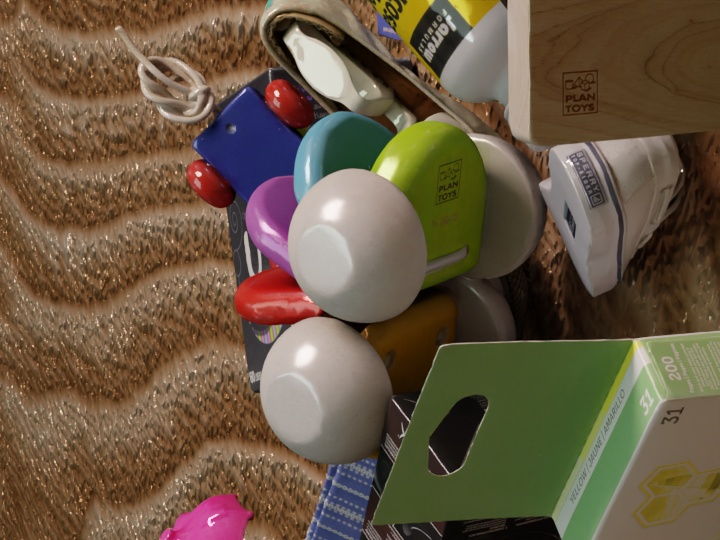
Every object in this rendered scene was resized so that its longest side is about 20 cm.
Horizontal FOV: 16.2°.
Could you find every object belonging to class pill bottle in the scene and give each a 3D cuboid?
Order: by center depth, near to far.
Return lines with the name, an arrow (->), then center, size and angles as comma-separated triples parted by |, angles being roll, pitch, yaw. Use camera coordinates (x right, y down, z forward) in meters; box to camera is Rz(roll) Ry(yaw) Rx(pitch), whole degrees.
pill bottle -> 0.061, -0.165, 1.369 | 0.200, 0.112, 0.112 | 50, 147, 12

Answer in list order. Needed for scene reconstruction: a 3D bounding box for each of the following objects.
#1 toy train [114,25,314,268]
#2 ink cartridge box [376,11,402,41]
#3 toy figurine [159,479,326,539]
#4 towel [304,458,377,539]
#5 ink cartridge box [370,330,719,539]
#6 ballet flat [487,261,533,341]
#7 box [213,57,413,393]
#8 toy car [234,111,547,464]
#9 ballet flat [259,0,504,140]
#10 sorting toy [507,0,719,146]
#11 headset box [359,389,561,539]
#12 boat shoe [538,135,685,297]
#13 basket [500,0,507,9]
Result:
toy train -> -0.062, -0.082, 1.541 | 0.200, 0.085, 0.116 | 46, -169, 1
ink cartridge box -> 0.064, -0.224, 1.452 | 0.119, 0.042, 0.201 | 16, 110, 39
toy figurine -> -0.051, 0.217, 1.701 | 0.150, 0.184, 0.201 | 176, 88, -67
towel -> 0.040, 0.167, 1.565 | 0.200, 0.144, 0.024 | 109, -174, -46
ink cartridge box -> 0.120, 0.092, 1.242 | 0.146, 0.199, 0.048 | 109, 149, -45
ballet flat -> 0.073, 0.057, 1.556 | 0.067, 0.046, 0.200 | 30, 135, 25
box -> -0.020, -0.028, 1.667 | 0.122, 0.106, 0.201 | 156, 107, -66
toy car -> 0.000, 0.000, 1.422 | 0.150, 0.175, 0.200 | 28, 120, 30
ballet flat -> 0.016, -0.088, 1.491 | 0.067, 0.200, 0.062 | -50, -1, 19
sorting toy -> 0.144, -0.165, 1.118 | 0.070, 0.199, 0.199 | -160, 67, -63
headset box -> 0.079, 0.153, 1.414 | 0.077, 0.148, 0.200 | 53, 143, 41
boat shoe -> 0.138, -0.039, 1.336 | 0.200, 0.070, 0.071 | 73, 173, -77
basket -> 0.110, -0.239, 1.269 | 0.180, 0.136, 0.200 | -45, 37, 16
